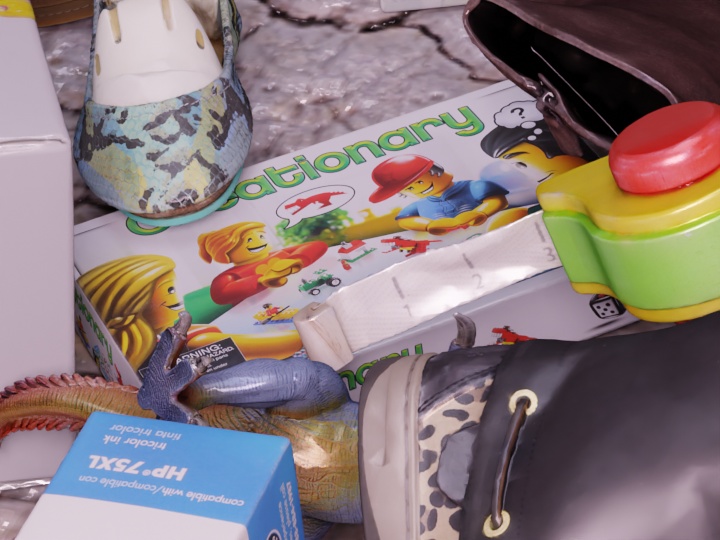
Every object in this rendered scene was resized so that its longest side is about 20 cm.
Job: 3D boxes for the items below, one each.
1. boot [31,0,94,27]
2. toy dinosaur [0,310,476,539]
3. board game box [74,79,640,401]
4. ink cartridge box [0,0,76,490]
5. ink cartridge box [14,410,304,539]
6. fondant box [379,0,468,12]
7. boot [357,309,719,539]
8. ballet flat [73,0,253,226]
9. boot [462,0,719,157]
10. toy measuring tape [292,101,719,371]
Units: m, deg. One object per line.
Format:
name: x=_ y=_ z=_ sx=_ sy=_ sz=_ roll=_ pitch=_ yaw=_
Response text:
boot: x=-0.161 y=-0.177 z=1.300 sx=0.199 sy=0.077 sz=0.156 roll=-2 pitch=37 yaw=24
toy dinosaur: x=0.008 y=0.047 z=0.949 sx=0.181 sy=0.106 sz=0.200 roll=0 pitch=20 yaw=-38
board game box: x=0.000 y=0.000 z=1.064 sx=0.199 sy=0.035 sz=0.126 roll=-19 pitch=38 yaw=-16
ink cartridge box: x=-0.185 y=-0.033 z=1.033 sx=0.145 sy=0.148 sz=0.200 roll=-6 pitch=37 yaw=-12
ink cartridge box: x=-0.076 y=0.148 z=0.812 sx=0.067 sy=0.117 sz=0.200 roll=7 pitch=38 yaw=18
fondant box: x=0.098 y=-0.192 z=1.212 sx=0.198 sy=0.145 sz=0.058 roll=-7 pitch=36 yaw=0
boot: x=0.083 y=0.100 z=0.806 sx=0.150 sy=0.073 sz=0.201 roll=-17 pitch=62 yaw=19
ballet flat: x=-0.080 y=-0.083 z=1.129 sx=0.074 sy=0.075 sz=0.200 roll=-8 pitch=24 yaw=-3
boot: x=0.088 y=-0.085 z=1.070 sx=0.200 sy=0.073 sz=0.166 roll=38 pitch=15 yaw=36
toy measuring tape: x=0.072 y=-0.002 z=0.935 sx=0.199 sy=0.074 sz=0.074 roll=-21 pitch=36 yaw=8
